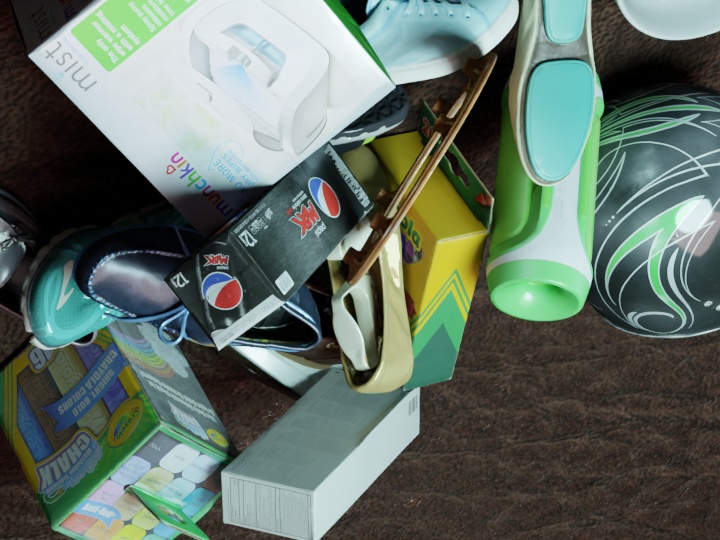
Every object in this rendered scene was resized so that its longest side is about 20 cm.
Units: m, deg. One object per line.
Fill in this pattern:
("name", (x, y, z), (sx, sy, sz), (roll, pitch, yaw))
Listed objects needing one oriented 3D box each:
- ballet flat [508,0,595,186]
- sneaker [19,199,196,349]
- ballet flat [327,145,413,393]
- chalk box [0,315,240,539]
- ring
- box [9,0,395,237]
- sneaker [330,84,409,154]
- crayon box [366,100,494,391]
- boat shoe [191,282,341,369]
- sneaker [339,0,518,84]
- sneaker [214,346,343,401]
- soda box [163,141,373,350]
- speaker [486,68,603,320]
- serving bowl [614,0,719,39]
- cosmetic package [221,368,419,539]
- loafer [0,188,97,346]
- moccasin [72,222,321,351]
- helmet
("ballet flat", (0.144, -0.167, 1.673), (0.069, 0.069, 0.202), (0, 100, -36))
("sneaker", (-0.168, -0.005, 1.627), (0.199, 0.079, 0.078), (-32, 113, -36))
("ballet flat", (0.000, 0.000, 1.722), (0.068, 0.202, 0.063), (-8, -173, 40))
("chalk box", (-0.183, 0.140, 1.714), (0.124, 0.200, 0.124), (-42, 141, 11))
("ring", (0.040, -0.078, 1.612), (0.019, 0.201, 0.201), (31, 118, -3))
("box", (-0.109, -0.157, 1.499), (0.176, 0.097, 0.200), (-37, 127, 7))
("sneaker", (-0.061, -0.103, 1.665), (0.199, 0.072, 0.083), (-17, 159, -16))
("crayon box", (0.042, -0.019, 1.766), (0.050, 0.127, 0.201), (-12, 137, -25))
("boat shoe", (-0.074, 0.028, 1.753), (0.199, 0.071, 0.070), (14, 156, -36))
("sneaker", (0.029, -0.188, 1.618), (0.199, 0.074, 0.082), (-23, 141, -18))
("sneaker", (-0.047, 0.065, 1.858), (0.200, 0.073, 0.085), (32, 80, -44))
("soda box", (-0.061, -0.021, 1.546), (0.071, 0.063, 0.200), (-35, -174, 28))
("speaker", (0.146, -0.066, 1.724), (0.088, 0.202, 0.089), (6, 154, 3))
("serving bowl", (0.266, -0.277, 1.696), (0.199, 0.066, 0.201), (-20, 141, -17))
("cosmetic package", (-0.029, 0.145, 1.744), (0.200, 0.082, 0.051), (-40, 136, -56))
("loafer", (-0.257, -0.005, 1.617), (0.072, 0.063, 0.200), (-40, 142, 8))
("moccasin", (-0.108, 0.014, 1.579), (0.199, 0.068, 0.081), (7, 119, -34))
("helmet", (0.250, -0.059, 1.822), (0.199, 0.200, 0.192), (-26, 134, -9))
